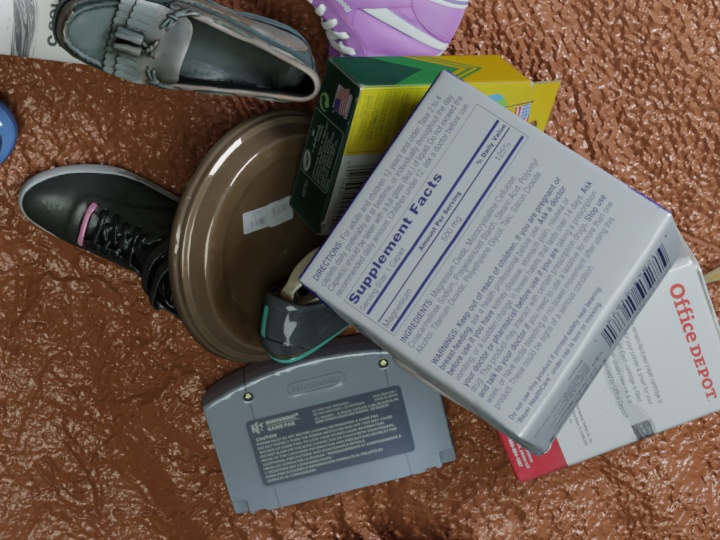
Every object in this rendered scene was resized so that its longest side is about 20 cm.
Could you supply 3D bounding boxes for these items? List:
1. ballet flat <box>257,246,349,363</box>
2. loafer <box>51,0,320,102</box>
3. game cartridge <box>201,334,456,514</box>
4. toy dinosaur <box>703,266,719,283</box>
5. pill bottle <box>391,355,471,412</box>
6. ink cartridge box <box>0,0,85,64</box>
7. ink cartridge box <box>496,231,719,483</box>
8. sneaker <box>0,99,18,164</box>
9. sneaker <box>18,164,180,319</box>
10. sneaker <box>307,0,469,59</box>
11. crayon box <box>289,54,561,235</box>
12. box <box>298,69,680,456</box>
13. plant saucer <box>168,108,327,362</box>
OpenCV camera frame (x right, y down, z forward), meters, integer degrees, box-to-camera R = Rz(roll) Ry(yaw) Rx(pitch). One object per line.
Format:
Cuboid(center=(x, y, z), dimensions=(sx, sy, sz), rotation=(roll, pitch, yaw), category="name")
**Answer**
Cuboid(center=(0.000, 0.000, 1.389), dimensions=(0.199, 0.073, 0.074), rotation=(-30, 121, -32), category="ballet flat")
Cuboid(center=(-0.119, -0.160, 1.285), dimensions=(0.198, 0.063, 0.073), rotation=(7, 114, -26), category="loafer")
Cuboid(center=(-0.027, 0.125, 1.520), dimensions=(0.198, 0.042, 0.135), rotation=(-13, 111, 1), category="game cartridge")
Cuboid(center=(0.364, -0.029, 1.469), dimensions=(0.198, 0.058, 0.102), rotation=(-13, 117, 2), category="toy dinosaur")
Cuboid(center=(0.117, 0.009, 1.373), dimensions=(0.113, 0.113, 0.201), rotation=(31, 85, -18), category="pill bottle")
Cuboid(center=(-0.252, -0.237, 1.303), dimensions=(0.198, 0.084, 0.147), rotation=(6, 115, -9), category="ink cartridge box")
Cuboid(center=(0.195, 0.066, 1.481), dimensions=(0.198, 0.084, 0.145), rotation=(-20, 115, 8), category="ink cartridge box")
Cuboid(center=(-0.354, -0.072, 1.374), dimensions=(0.198, 0.082, 0.074), rotation=(-22, 114, 3), category="sneaker")
Cuboid(center=(-0.173, -0.021, 1.404), dimensions=(0.198, 0.099, 0.071), rotation=(18, 114, -12), category="sneaker")
Cuboid(center=(-0.023, -0.201, 1.349), dimensions=(0.199, 0.073, 0.115), rotation=(22, 114, -14), category="sneaker")
Cuboid(center=(0.051, -0.098, 1.376), dimensions=(0.198, 0.051, 0.128), rotation=(-5, 125, -36), category="crayon box")
Cuboid(center=(0.093, -0.004, 1.267), dimensions=(0.199, 0.105, 0.185), rotation=(35, 88, 18), category="box")
Cuboid(center=(-0.063, -0.023, 1.386), dimensions=(0.199, 0.029, 0.202), rotation=(-18, 117, -40), category="plant saucer")
